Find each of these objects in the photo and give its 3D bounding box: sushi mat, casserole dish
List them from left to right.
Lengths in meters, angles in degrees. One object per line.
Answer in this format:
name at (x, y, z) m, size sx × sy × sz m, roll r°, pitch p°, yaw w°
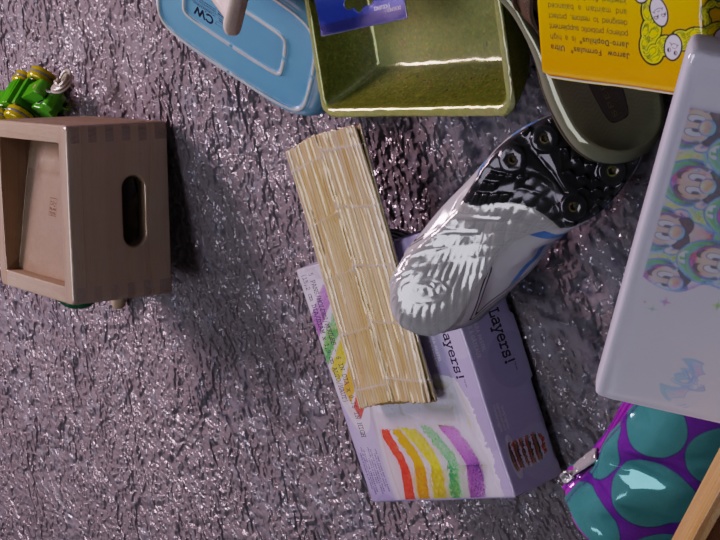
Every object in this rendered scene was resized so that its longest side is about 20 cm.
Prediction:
casserole dish at (-0.081, -0.185, 1.045) m, size 0.200 × 0.039 × 0.121 m, roll 36°, pitch 141°, yaw 18°
sushi mat at (0.000, 0.000, 1.011) m, size 0.096 × 0.012 × 0.200 m, roll -10°, pitch 97°, yaw 58°

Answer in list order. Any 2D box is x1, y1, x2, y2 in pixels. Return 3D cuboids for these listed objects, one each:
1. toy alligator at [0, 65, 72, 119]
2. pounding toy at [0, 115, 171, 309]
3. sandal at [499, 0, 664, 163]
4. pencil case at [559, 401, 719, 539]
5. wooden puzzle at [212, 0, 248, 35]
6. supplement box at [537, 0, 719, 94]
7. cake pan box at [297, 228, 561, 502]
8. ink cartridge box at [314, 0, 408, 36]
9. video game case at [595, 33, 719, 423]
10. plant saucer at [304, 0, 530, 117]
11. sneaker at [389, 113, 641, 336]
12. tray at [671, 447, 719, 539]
toy alligator at (-0.317, -0.166, 1.440) m, size 0.054 × 0.059 × 0.200 m, roll 37°, pitch 160°, yaw -31°
pounding toy at (-0.249, -0.043, 1.354) m, size 0.184 × 0.142 × 0.200 m, roll 11°, pitch 105°, yaw 52°
sandal at (0.113, -0.155, 0.787) m, size 0.201 × 0.080 × 0.057 m, roll 61°, pitch 176°, yaw -1°
pencil case at (0.179, 0.081, 0.813) m, size 0.085 × 0.092 × 0.200 m, roll -78°, pitch 3°, yaw -50°
wooden puzzle at (-0.107, -0.282, 0.939) m, size 0.200 × 0.037 × 0.185 m, roll 59°, pitch 146°, yaw 33°
supplement box at (0.154, -0.195, 0.683) m, size 0.109 × 0.109 × 0.200 m, roll 19°, pitch 122°, yaw 51°
cake pan box at (0.044, 0.065, 1.037) m, size 0.184 × 0.052 × 0.200 m, roll -13°, pitch 95°, yaw 55°
ink cartridge box at (-0.025, -0.247, 0.888) m, size 0.099 × 0.039 × 0.200 m, roll -1°, pitch 100°, yaw 55°
video game case at (0.219, -0.001, 0.671) m, size 0.182 × 0.024 × 0.200 m, roll 12°, pitch 127°, yaw 6°
plant saucer at (0.035, -0.199, 0.906) m, size 0.200 × 0.048 × 0.200 m, roll 8°, pitch 111°, yaw 54°
sneaker at (0.094, -0.035, 0.880) m, size 0.072 × 0.072 × 0.200 m, roll 48°, pitch 121°, yaw 2°
tray at (0.225, 0.126, 0.739) m, size 0.098 × 0.037 × 0.200 m, roll 13°, pitch 143°, yaw 4°
